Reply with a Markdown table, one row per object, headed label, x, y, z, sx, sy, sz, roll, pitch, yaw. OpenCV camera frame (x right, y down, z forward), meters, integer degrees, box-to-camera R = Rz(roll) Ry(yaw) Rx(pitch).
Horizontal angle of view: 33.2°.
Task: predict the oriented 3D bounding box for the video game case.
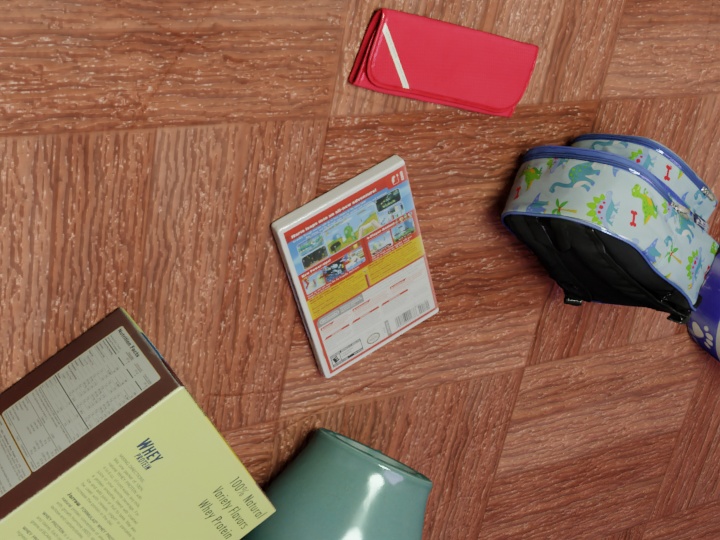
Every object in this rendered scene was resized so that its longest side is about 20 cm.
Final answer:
| label | x | y | z | sx | sy | sz | roll | pitch | yaw |
| --- | --- | --- | --- | --- | --- | --- | --- | --- | --- |
| video game case | 0.000 | 0.000 | 1.186 | 0.143 | 0.017 | 0.200 | -30 | 132 | -16 |

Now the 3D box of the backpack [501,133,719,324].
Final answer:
| label | x | y | z | sx | sy | sz | roll | pitch | yaw |
| --- | --- | --- | --- | --- | --- | --- | --- | --- | --- |
| backpack | 0.250 | -0.056 | 1.226 | 0.200 | 0.183 | 0.147 | 34 | 73 | -41 |

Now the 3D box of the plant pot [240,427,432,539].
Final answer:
| label | x | y | z | sx | sy | sz | roll | pitch | yaw |
| --- | --- | --- | --- | --- | --- | --- | --- | --- | --- |
| plant pot | -0.024 | 0.271 | 1.242 | 0.200 | 0.200 | 0.188 | 28 | 85 | -44 |

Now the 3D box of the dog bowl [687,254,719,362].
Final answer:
| label | x | y | z | sx | sy | sz | roll | pitch | yaw |
| --- | --- | --- | --- | --- | --- | --- | --- | --- | --- |
| dog bowl | 0.517 | 0.035 | 1.546 | 0.200 | 0.079 | 0.200 | -19 | 129 | -26 |

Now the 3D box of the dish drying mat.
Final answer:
| label | x | y | z | sx | sy | sz | roll | pitch | yaw |
| --- | --- | --- | --- | --- | --- | --- | --- | --- | --- |
| dish drying mat | 0.083 | -0.189 | 1.119 | 0.200 | 0.018 | 0.077 | 5 | 115 | -38 |

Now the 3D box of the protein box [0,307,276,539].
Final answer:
| label | x | y | z | sx | sy | sz | roll | pitch | yaw |
| --- | --- | --- | --- | --- | --- | --- | --- | --- | --- |
| protein box | -0.220 | 0.183 | 1.064 | 0.200 | 0.135 | 0.199 | -37 | 133 | -10 |
